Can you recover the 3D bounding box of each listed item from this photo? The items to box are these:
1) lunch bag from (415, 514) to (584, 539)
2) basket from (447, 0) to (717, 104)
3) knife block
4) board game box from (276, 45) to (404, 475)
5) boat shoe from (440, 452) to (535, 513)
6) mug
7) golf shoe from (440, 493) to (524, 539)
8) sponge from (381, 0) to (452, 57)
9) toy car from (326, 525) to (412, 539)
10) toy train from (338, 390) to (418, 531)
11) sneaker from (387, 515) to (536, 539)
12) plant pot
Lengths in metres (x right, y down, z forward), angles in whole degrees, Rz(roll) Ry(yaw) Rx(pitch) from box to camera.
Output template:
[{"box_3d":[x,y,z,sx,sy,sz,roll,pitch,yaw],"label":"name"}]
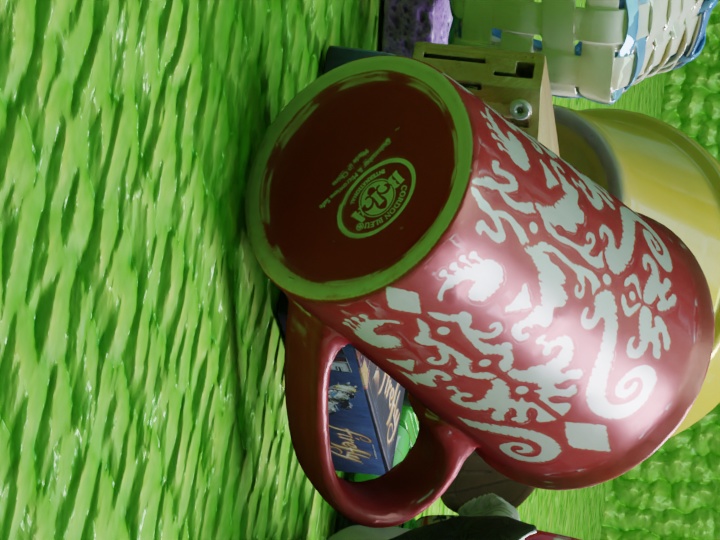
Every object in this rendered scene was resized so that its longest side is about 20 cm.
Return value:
[{"box_3d":[0.112,0.198,1.665,0.176,0.200,0.082,111,-9,-63],"label":"lunch bag"},{"box_3d":[0.117,-0.182,1.474,0.200,0.139,0.177,-41,139,-56],"label":"basket"},{"box_3d":[0.065,-0.045,1.475,0.176,0.064,0.200,-69,163,-62],"label":"knife block"},{"box_3d":[0.000,0.000,1.406,0.200,0.035,0.136,76,22,-66],"label":"board game box"},{"box_3d":[0.104,0.048,1.601,0.200,0.072,0.065,-53,-152,31],"label":"boat shoe"},{"box_3d":[0.042,0.018,1.243,0.200,0.133,0.178,37,68,-52],"label":"mug"},{"box_3d":[0.061,0.198,1.557,0.078,0.097,0.200,-68,-177,-48],"label":"golf shoe"},{"box_3d":[0.035,-0.140,1.543,0.112,0.030,0.200,-61,156,-67],"label":"sponge"},{"box_3d":[0.030,0.216,1.382,0.200,0.150,0.175,-8,103,-81],"label":"toy car"},{"box_3d":[0.019,0.094,1.585,0.200,0.042,0.056,-74,157,-47],"label":"toy train"},{"box_3d":[-0.002,0.173,1.239,0.200,0.104,0.060,-63,158,-47],"label":"sneaker"},{"box_3d":[0.120,-0.010,1.725,0.189,0.200,0.201,32,63,-62],"label":"plant pot"}]
